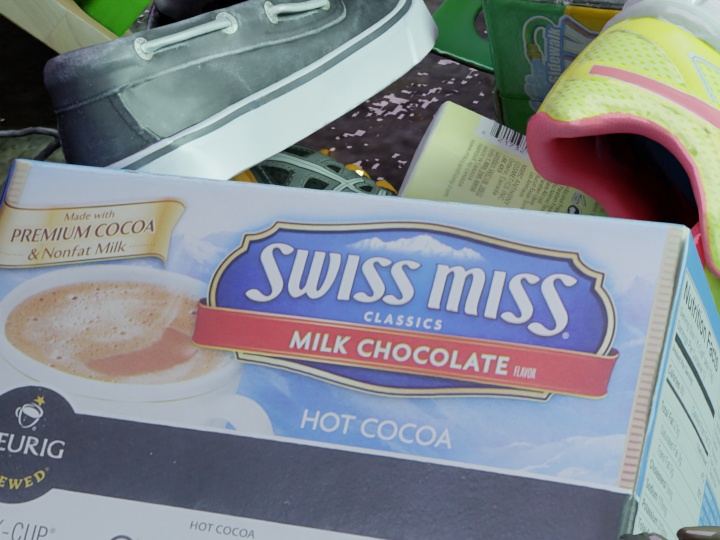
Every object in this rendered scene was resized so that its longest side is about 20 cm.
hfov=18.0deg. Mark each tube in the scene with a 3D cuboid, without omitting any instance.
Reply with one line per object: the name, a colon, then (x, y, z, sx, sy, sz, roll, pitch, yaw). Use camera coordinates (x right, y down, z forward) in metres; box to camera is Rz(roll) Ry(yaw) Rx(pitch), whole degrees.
tube: (0.106, 0.010, 0.738, 0.200, 0.052, 0.058, 24, 85, 0)

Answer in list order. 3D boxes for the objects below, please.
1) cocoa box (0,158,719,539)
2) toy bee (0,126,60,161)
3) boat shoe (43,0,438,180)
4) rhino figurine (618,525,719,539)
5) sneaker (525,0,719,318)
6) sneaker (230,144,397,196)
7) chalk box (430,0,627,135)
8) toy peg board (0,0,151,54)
cocoa box: (-0.004, 0.060, 0.636, 0.199, 0.133, 0.132, 6, 69, 20)
toy bee: (-0.204, -0.085, 0.914, 0.200, 0.109, 0.131, -6, 62, 35)
boat shoe: (-0.039, -0.075, 0.754, 0.072, 0.068, 0.200, -18, 11, 35)
rhino figurine: (0.118, 0.104, 0.546, 0.087, 0.200, 0.060, -11, 57, 30)
sneaker: (0.126, 0.005, 0.679, 0.090, 0.078, 0.200, -34, 71, -34)
sneaker: (0.000, 0.000, 0.801, 0.077, 0.078, 0.200, -26, 50, -19)
chalk box: (0.122, -0.076, 0.823, 0.199, 0.124, 0.125, 10, 43, 27)
toy peg board: (-0.162, -0.191, 0.967, 0.098, 0.199, 0.200, -50, 41, 7)
